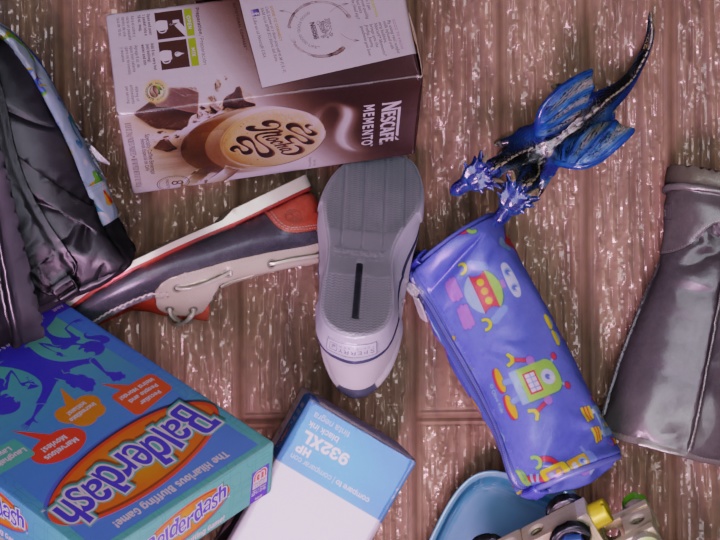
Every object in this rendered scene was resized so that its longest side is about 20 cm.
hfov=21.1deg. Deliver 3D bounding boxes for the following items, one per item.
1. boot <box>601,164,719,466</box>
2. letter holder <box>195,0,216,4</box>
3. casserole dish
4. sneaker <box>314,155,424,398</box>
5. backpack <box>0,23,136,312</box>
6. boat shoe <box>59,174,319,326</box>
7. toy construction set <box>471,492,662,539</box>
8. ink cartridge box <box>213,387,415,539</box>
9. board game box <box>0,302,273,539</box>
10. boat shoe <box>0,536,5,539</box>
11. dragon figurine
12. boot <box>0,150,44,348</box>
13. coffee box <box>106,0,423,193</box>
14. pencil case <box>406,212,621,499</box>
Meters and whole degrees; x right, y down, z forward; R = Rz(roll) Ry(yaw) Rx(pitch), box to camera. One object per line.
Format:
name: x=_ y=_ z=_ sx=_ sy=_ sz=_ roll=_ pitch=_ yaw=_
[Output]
boot: x=0.271 y=0.039 z=1.355 sx=0.180 sy=0.073 sz=0.201 roll=9 pitch=83 yaw=8
letter holder: x=-0.117 y=-0.224 z=1.253 sx=0.142 sy=0.200 sz=0.101 roll=-35 pitch=93 yaw=-4
casserole dish: x=0.090 y=0.233 z=1.356 sx=0.121 sy=0.039 sz=0.201 roll=25 pitch=89 yaw=-5
sneaker: x=0.000 y=0.000 z=1.299 sx=0.072 sy=0.201 sz=0.071 roll=10 pitch=133 yaw=4
backpack: x=-0.256 y=-0.073 z=1.280 sx=0.162 sy=0.154 sz=0.201 roll=-24 pitch=108 yaw=4
boat shoe: x=-0.111 y=0.003 z=1.323 sx=0.199 sy=0.071 sz=0.063 roll=-26 pitch=95 yaw=-9
toy construction set: x=0.144 y=0.225 z=1.303 sx=0.199 sy=0.092 sz=0.131 roll=-34 pitch=113 yaw=-1
ink cartridge box: x=-0.052 y=0.187 z=1.288 sx=0.083 sy=0.145 sz=0.201 roll=30 pitch=88 yaw=-4
board game box: x=-0.177 y=0.108 z=1.203 sx=0.199 sy=0.152 sz=0.045 roll=30 pitch=132 yaw=29
boat shoe: x=-0.240 y=0.165 z=1.214 sx=0.199 sy=0.062 sz=0.073 roll=11 pitch=45 yaw=7
dragon figurine: x=0.147 y=-0.099 z=1.328 sx=0.200 sy=0.099 sz=0.059 roll=-38 pitch=94 yaw=-4
boot: x=-0.293 y=-0.023 z=1.165 sx=0.167 sy=0.076 sz=0.202 roll=-17 pitch=105 yaw=-20
coffee box: x=-0.063 y=-0.123 z=1.293 sx=0.198 sy=0.113 sz=0.080 roll=-8 pitch=66 yaw=-5
pencil case: x=0.100 y=0.060 z=1.318 sx=0.086 sy=0.078 sz=0.201 roll=-24 pitch=80 yaw=-21
